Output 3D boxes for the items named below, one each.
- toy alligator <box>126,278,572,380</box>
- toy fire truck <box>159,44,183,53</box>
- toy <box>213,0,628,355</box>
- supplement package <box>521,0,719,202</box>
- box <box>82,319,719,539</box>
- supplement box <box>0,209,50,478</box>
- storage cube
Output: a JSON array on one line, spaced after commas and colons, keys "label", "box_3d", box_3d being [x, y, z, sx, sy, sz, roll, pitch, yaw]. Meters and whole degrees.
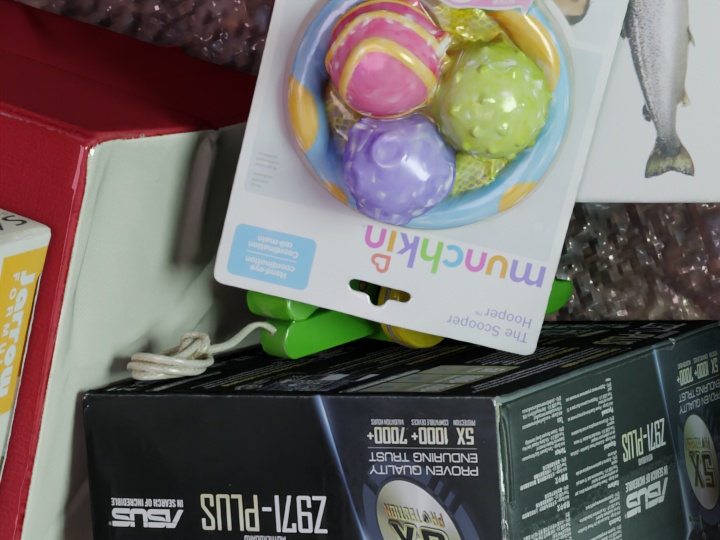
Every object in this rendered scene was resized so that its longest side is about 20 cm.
[{"label": "toy alligator", "box_3d": [0.000, 0.000, 1.037, 0.059, 0.200, 0.054, 8, 102, 52]}, {"label": "toy fire truck", "box_3d": [-0.048, -0.045, 1.138, 0.141, 0.049, 0.200, -1, 96, 29]}, {"label": "toy", "box_3d": [0.025, -0.070, 0.938, 0.115, 0.047, 0.200, 14, 106, 0]}, {"label": "supplement package", "box_3d": [0.143, -0.085, 0.990, 0.200, 0.117, 0.117, 0, 99, 29]}, {"label": "box", "box_3d": [0.023, 0.072, 1.028, 0.164, 0.200, 0.086, -1, 96, 28]}, {"label": "supplement box", "box_3d": [-0.215, 0.019, 0.972, 0.200, 0.074, 0.126, 19, 107, 23]}, {"label": "storage cube", "box_3d": [-0.142, -0.001, 1.069, 0.180, 0.171, 0.200, 19, 106, 25]}]
